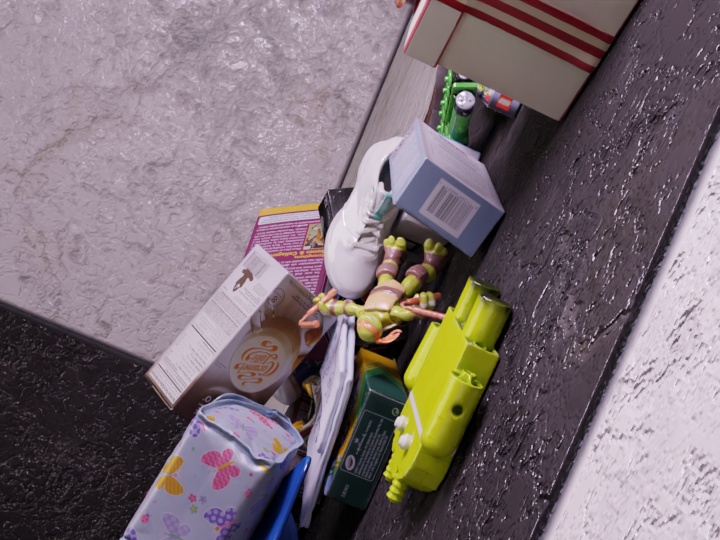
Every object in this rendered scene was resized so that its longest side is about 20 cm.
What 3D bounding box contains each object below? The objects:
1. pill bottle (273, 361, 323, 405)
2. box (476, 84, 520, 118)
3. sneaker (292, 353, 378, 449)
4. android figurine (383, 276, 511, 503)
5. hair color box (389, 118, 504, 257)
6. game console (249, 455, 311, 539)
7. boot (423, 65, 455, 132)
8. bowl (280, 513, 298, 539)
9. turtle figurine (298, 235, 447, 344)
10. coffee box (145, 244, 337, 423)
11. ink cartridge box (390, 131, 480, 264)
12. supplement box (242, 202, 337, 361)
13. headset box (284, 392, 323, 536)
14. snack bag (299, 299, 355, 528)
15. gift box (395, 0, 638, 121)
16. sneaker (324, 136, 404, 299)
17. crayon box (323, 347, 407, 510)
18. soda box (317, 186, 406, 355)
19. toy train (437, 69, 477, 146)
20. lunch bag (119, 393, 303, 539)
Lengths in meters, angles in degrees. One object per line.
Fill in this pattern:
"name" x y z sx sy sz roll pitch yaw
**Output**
"pill bottle" -0.062 0.085 1.475 0.199 0.111 0.111 -40 -3 -20
"box" 0.174 -0.249 1.234 0.200 0.034 0.111 -93 26 -74
"sneaker" -0.031 0.147 1.394 0.078 0.081 0.203 165 127 -81
"android figurine" 0.070 0.107 0.915 0.182 0.041 0.202 -98 32 -76
"hair color box" 0.087 -0.093 1.117 0.061 0.098 0.200 -53 11 16
"game console" -0.072 0.320 1.131 0.118 0.172 0.200 -31 -10 -25
"boot" 0.119 -0.239 1.564 0.200 0.063 0.189 123 171 -79
"bowl" -0.155 0.335 1.409 0.039 0.201 0.202 -23 -25 -39
"turtle figurine" 0.041 0.030 1.155 0.198 0.065 0.162 -6 33 36
"coffee box" -0.136 0.088 1.217 0.201 0.114 0.080 -50 45 -2
"ink cartridge box" 0.078 -0.083 1.326 0.200 0.066 0.117 139 151 -75
"supplement box" -0.084 0.014 1.396 0.202 0.129 0.104 -76 -25 -43
"headset box" -0.091 0.272 1.493 0.150 0.076 0.202 119 169 -45
"snack bag" -0.040 0.159 1.195 0.189 0.021 0.203 -90 15 -66
"gift box" 0.140 -0.276 0.956 0.201 0.184 0.186 -77 12 -50
"sneaker" 0.014 -0.067 1.238 0.088 0.074 0.203 166 122 -70
"crayon box" 0.001 0.170 1.195 0.200 0.051 0.127 -104 36 -79
"soda box" 0.000 0.000 1.304 0.063 0.070 0.203 128 133 -68
"toy train" 0.117 -0.180 1.273 0.200 0.041 0.057 90 179 -73
"lunch bag" -0.154 0.234 1.144 0.171 0.126 0.200 -58 -10 6
